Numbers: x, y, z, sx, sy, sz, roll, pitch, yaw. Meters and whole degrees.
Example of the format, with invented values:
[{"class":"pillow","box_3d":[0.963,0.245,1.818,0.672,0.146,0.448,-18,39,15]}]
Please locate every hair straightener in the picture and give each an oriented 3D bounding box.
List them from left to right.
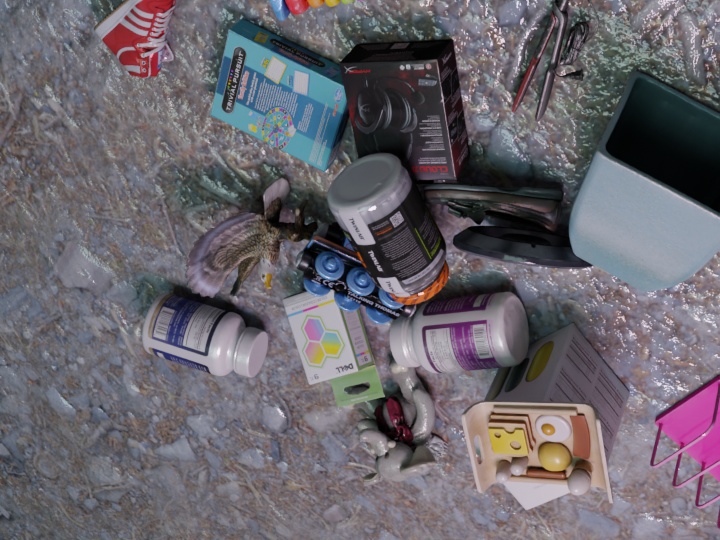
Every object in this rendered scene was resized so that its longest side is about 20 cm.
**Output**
[{"class":"hair straightener","box_3d":[0.265,-0.280,1.507,0.076,0.041,0.201,25,125,8]}]

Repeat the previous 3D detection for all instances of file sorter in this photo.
[{"class":"file sorter","box_3d":[0.543,0.288,1.697,0.200,0.126,0.139,41,130,-5]}]

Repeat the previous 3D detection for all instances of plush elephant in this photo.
[{"class":"plush elephant","box_3d":[0.055,0.276,1.907,0.164,0.155,0.201,-30,106,37]}]

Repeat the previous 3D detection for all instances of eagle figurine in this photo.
[{"class":"eagle figurine","box_3d":[-0.165,-0.034,1.804,0.198,0.152,0.152,-17,125,26]}]

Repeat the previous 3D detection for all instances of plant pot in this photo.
[{"class":"plant pot","box_3d":[0.373,-0.091,1.485,0.195,0.196,0.201,28,137,6]}]

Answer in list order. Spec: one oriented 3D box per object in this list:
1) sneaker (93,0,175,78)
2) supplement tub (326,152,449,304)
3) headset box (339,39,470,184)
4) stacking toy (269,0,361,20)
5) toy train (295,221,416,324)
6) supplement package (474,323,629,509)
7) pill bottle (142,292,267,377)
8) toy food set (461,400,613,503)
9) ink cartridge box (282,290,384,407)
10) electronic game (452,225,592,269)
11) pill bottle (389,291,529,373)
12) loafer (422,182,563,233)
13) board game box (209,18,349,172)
[{"class":"sneaker","box_3d":[-0.302,-0.358,1.701,0.199,0.071,0.113,-24,106,44]},{"class":"supplement tub","box_3d":[0.045,-0.054,1.625,0.121,0.123,0.201,-7,131,30]},{"class":"headset box","box_3d":[0.066,-0.214,1.618,0.147,0.077,0.202,3,122,24]},{"class":"stacking toy","box_3d":[-0.019,-0.394,1.533,0.197,0.110,0.117,5,122,10]},{"class":"toy train","box_3d":[0.000,0.000,1.749,0.198,0.115,0.087,24,147,-10]},{"class":"supplement package","box_3d":[0.283,0.217,1.726,0.151,0.200,0.151,-32,104,38]},{"class":"pill bottle","box_3d":[-0.264,0.116,1.983,0.198,0.111,0.112,16,128,15]},{"class":"toy food set","box_3d":[0.246,0.257,1.601,0.198,0.061,0.145,-1,120,25]},{"class":"ink cartridge box","box_3d":[-0.043,0.123,1.866,0.103,0.059,0.202,-18,89,34]},{"class":"electronic game","box_3d":[0.226,-0.029,1.597,0.198,0.200,0.042,11,101,19]},{"class":"pill bottle","box_3d":[0.149,0.099,1.769,0.198,0.113,0.113,-8,118,30]},{"class":"loafer","box_3d":[0.184,-0.089,1.619,0.197,0.072,0.064,3,92,7]},{"class":"board game box","box_3d":[-0.112,-0.256,1.695,0.198,0.047,0.152,27,130,7]}]
